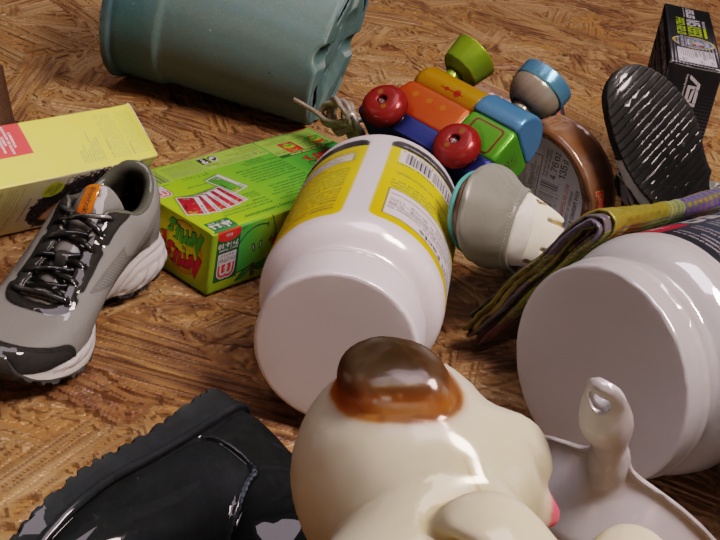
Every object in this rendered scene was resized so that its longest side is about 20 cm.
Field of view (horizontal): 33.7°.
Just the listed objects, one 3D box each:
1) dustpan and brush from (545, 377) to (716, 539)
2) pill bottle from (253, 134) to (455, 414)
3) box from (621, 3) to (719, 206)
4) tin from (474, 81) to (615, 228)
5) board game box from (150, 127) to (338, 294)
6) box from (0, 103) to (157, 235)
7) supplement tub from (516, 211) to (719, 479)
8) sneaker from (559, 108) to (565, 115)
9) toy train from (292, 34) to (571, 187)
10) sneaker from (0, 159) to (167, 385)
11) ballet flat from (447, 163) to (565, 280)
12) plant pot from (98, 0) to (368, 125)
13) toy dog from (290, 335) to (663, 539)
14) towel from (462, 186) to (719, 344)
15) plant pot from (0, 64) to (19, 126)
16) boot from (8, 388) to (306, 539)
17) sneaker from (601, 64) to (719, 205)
[{"bbox_3d":[0.106,0.101,0.516,0.139,0.058,0.200,27,-13,27],"label":"dustpan and brush"},{"bbox_3d":[0.000,0.000,0.743,0.113,0.115,0.200,12,27,3],"label":"pill bottle"},{"bbox_3d":[0.267,-0.130,1.037,0.044,0.162,0.200,12,26,7],"label":"box"},{"bbox_3d":[0.108,-0.082,0.939,0.199,0.113,0.042,29,31,33],"label":"tin"},{"bbox_3d":[-0.073,-0.050,0.882,0.101,0.048,0.199,30,33,31],"label":"board game box"},{"bbox_3d":[-0.239,-0.061,0.801,0.199,0.075,0.050,-18,72,-42],"label":"box"},{"bbox_3d":[0.204,0.040,0.713,0.199,0.142,0.140,-12,35,-38],"label":"supplement tub"},{"bbox_3d":[0.143,-0.116,1.049,0.076,0.083,0.200,15,27,7],"label":"sneaker"},{"bbox_3d":[0.051,-0.131,0.889,0.199,0.085,0.116,34,74,33],"label":"toy train"},{"bbox_3d":[-0.177,-0.003,0.718,0.073,0.080,0.201,15,33,7],"label":"sneaker"},{"bbox_3d":[0.114,-0.025,0.805,0.063,0.068,0.200,15,-4,21],"label":"ballet flat"},{"bbox_3d":[-0.106,-0.237,1.089,0.194,0.202,0.200,23,29,7],"label":"plant pot"},{"bbox_3d":[0.016,0.127,0.432,0.192,0.140,0.201,2,50,10],"label":"toy dog"},{"bbox_3d":[0.170,-0.009,0.802,0.199,0.144,0.023,-14,65,-43],"label":"towel"},{"bbox_3d":[-0.344,-0.187,0.822,0.198,0.201,0.200,-1,13,0],"label":"plant pot"},{"bbox_3d":[-0.047,0.138,0.519,0.161,0.074,0.198,28,33,18],"label":"boot"},{"bbox_3d":[0.225,-0.066,0.910,0.074,0.201,0.088,-40,22,-15],"label":"sneaker"}]
